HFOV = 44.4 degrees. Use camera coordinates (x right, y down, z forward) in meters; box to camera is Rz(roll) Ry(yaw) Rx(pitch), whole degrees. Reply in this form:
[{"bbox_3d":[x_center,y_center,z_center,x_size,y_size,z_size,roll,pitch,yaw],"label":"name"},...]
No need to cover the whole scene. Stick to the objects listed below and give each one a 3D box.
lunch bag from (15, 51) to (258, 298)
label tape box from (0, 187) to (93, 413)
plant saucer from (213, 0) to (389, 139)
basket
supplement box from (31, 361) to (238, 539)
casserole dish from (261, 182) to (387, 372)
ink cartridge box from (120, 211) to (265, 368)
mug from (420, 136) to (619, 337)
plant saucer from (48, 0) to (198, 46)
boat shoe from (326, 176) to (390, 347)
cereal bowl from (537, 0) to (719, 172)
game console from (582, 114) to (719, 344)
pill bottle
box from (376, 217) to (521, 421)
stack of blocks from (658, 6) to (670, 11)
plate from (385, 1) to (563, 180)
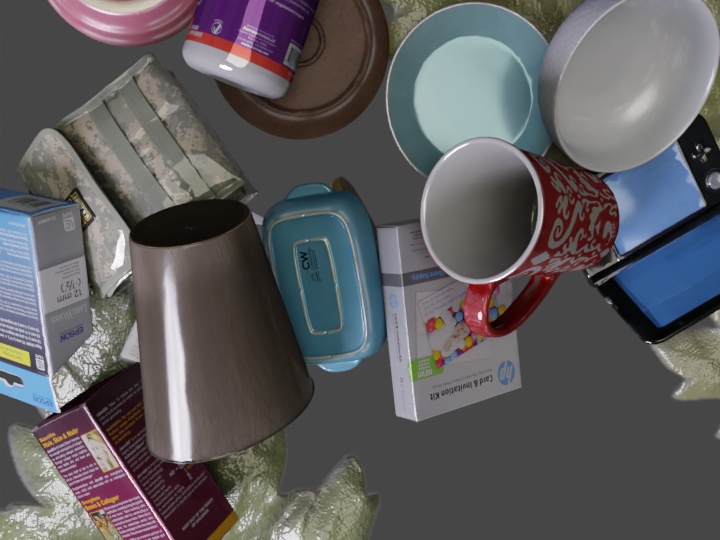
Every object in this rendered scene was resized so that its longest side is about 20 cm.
[{"bbox_3d":[-0.233,-0.089,0.895,0.199,0.118,0.165,-36,88,1],"label":"lunch bag"},{"bbox_3d":[-0.342,0.026,0.890,0.141,0.066,0.203,11,113,31],"label":"label tape box"},{"bbox_3d":[-0.065,-0.242,0.937,0.196,0.034,0.204,0,96,-3],"label":"plant saucer"},{"bbox_3d":[-0.138,0.047,0.827,0.179,0.135,0.203,-24,119,-33],"label":"basket"},{"bbox_3d":[-0.234,0.213,0.923,0.110,0.086,0.202,-25,99,37],"label":"supplement box"},{"bbox_3d":[-0.040,0.013,0.908,0.119,0.039,0.204,-8,100,12],"label":"casserole dish"},{"bbox_3d":[-0.146,0.038,0.965,0.161,0.057,0.202,25,73,-7],"label":"ink cartridge box"},{"bbox_3d":[0.159,-0.038,0.892,0.134,0.198,0.179,47,118,29],"label":"mug"},{"bbox_3d":[-0.242,-0.336,0.904,0.197,0.051,0.204,0,96,-4],"label":"plant saucer"},{"bbox_3d":[0.000,0.000,0.955,0.064,0.073,0.202,-22,99,19],"label":"boat shoe"},{"bbox_3d":[0.267,-0.208,0.917,0.197,0.084,0.203,-13,127,-17],"label":"cereal bowl"},{"bbox_3d":[0.336,-0.051,0.947,0.198,0.116,0.178,-29,98,-1],"label":"game console"},{"bbox_3d":[-0.093,-0.278,0.858,0.111,0.112,0.203,19,94,-6],"label":"pill bottle"},{"bbox_3d":[0.097,0.042,0.942,0.154,0.041,0.204,-10,99,-34],"label":"box"},{"bbox_3d":[0.249,-0.359,0.935,0.197,0.059,0.117,19,95,-6],"label":"stack of blocks"},{"bbox_3d":[0.123,-0.187,0.962,0.196,0.026,0.204,-1,97,-4],"label":"plate"}]
